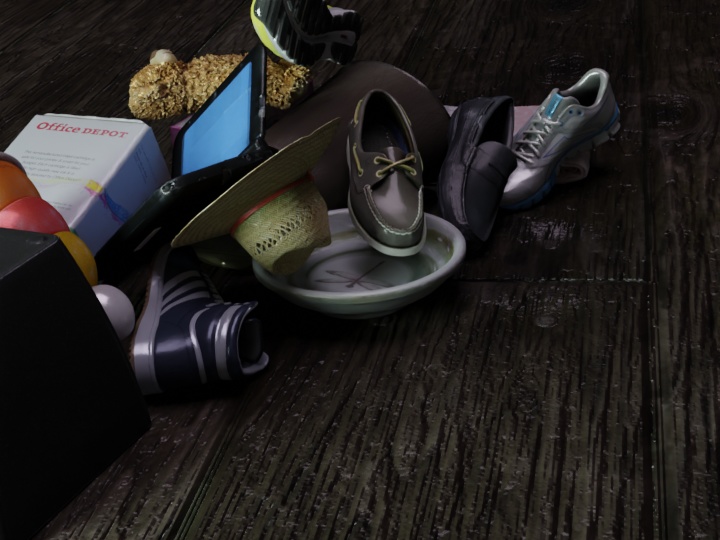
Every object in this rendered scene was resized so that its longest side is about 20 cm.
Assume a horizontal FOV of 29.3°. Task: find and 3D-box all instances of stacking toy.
[{"bbox_3d":[-0.273,0.003,1.160,0.199,0.147,0.146,31,38,20],"label":"stacking toy"}]

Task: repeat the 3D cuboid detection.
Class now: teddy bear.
[{"bbox_3d":[-0.146,-0.204,1.454,0.199,0.067,0.145,1,23,9],"label":"teddy bear"}]

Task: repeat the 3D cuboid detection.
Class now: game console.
[{"bbox_3d":[-0.171,-0.097,1.268,0.175,0.117,0.200,-24,-9,-39],"label":"game console"}]

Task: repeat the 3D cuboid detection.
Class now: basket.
[{"bbox_3d":[-0.027,-0.120,1.453,0.180,0.137,0.200,30,43,27],"label":"basket"}]

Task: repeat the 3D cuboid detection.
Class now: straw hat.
[{"bbox_3d":[-0.069,-0.043,1.219,0.201,0.085,0.201,-38,-1,0],"label":"straw hat"}]

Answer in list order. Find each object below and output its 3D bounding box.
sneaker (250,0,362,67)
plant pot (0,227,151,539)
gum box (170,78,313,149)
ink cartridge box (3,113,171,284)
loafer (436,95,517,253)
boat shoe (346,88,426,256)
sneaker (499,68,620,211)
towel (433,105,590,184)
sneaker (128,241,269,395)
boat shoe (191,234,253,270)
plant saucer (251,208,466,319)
[{"bbox_3d":[-0.075,-0.257,1.445,0.090,0.079,0.200,19,5,21],"label":"sneaker"},{"bbox_3d":[-0.300,0.071,1.040,0.198,0.178,0.200,8,27,24],"label":"plant pot"},{"bbox_3d":[-0.124,-0.128,1.502,0.066,0.114,0.200,10,28,28],"label":"gum box"},{"bbox_3d":[-0.298,-0.059,1.355,0.144,0.088,0.201,7,49,25],"label":"ink cartridge box"},{"bbox_3d":[0.122,-0.105,1.398,0.070,0.068,0.201,-22,40,32],"label":"loafer"},{"bbox_3d":[0.024,-0.095,1.305,0.072,0.061,0.202,1,41,-11],"label":"boat shoe"},{"bbox_3d":[0.196,-0.146,1.462,0.075,0.087,0.200,35,67,31],"label":"sneaker"},{"bbox_3d":[0.171,-0.149,1.594,0.190,0.032,0.200,1,27,11],"label":"towel"},{"bbox_3d":[-0.132,0.036,1.205,0.108,0.070,0.200,-7,32,6],"label":"sneaker"},{"bbox_3d":[-0.174,-0.047,1.399,0.200,0.064,0.073,10,29,29],"label":"boat shoe"},{"bbox_3d":[0.000,0.000,1.284,0.199,0.051,0.200,-4,26,2],"label":"plant saucer"}]
